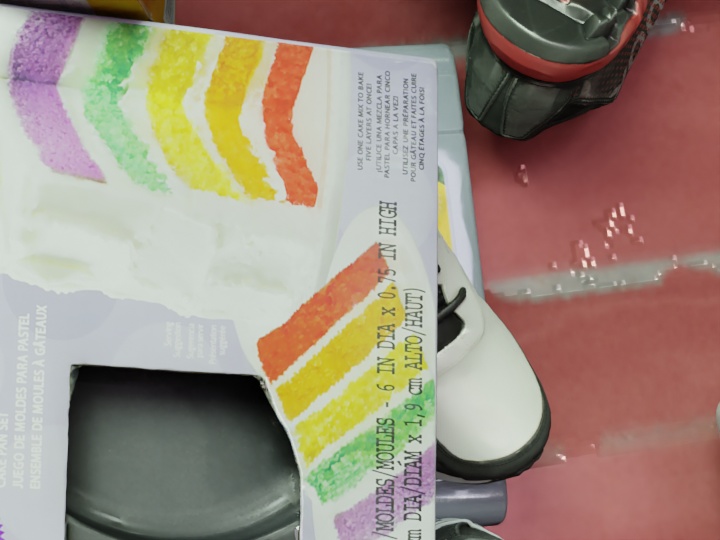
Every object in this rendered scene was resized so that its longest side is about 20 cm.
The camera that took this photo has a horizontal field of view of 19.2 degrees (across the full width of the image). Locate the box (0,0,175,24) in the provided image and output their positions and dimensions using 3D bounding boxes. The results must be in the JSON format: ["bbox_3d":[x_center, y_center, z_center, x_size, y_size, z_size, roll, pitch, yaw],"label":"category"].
[{"bbox_3d":[-0.166,-0.104,0.724,0.198,0.119,0.042,4,86,0],"label":"box"}]

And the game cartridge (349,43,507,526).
[{"bbox_3d":[-0.016,0.008,0.857,0.132,0.040,0.202,-5,79,-10],"label":"game cartridge"}]

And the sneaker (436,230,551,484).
[{"bbox_3d":[0.000,0.000,0.804,0.074,0.080,0.200,-42,91,-19],"label":"sneaker"}]

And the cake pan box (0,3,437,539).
[{"bbox_3d":[-0.064,0.020,0.706,0.183,0.052,0.202,6,79,-21],"label":"cake pan box"}]

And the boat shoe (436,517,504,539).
[{"bbox_3d":[0.101,0.163,0.822,0.199,0.068,0.074,43,75,-12],"label":"boat shoe"}]

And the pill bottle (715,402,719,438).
[{"bbox_3d":[0.217,0.135,0.841,0.111,0.112,0.202,-11,80,-15],"label":"pill bottle"}]

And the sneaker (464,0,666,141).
[{"bbox_3d":[0.099,-0.125,0.894,0.070,0.098,0.201,31,50,8],"label":"sneaker"}]
